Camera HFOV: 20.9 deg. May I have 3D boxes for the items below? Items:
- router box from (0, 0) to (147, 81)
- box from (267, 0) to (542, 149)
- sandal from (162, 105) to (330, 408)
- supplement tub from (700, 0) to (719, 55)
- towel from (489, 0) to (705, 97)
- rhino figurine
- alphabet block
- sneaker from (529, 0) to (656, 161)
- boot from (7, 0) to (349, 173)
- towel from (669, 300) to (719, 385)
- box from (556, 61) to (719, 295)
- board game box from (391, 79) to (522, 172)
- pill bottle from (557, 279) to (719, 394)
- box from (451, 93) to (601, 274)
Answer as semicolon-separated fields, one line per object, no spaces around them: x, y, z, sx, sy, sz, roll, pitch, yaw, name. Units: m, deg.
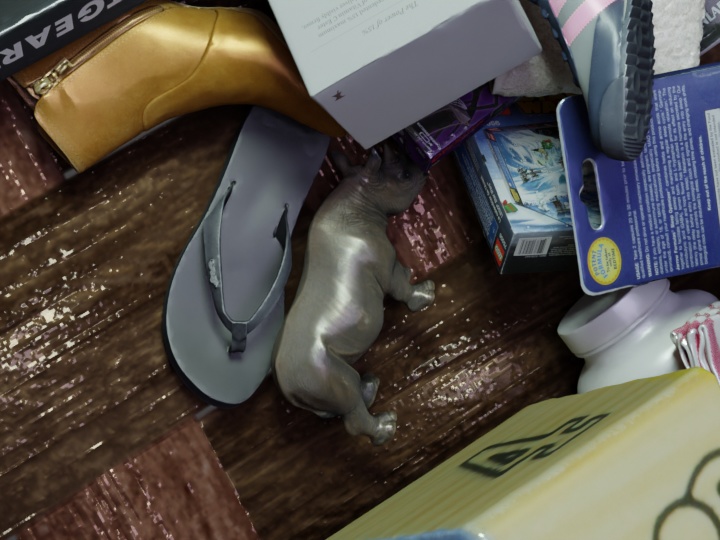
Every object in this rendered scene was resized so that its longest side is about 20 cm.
-0.198;-0.203;1.140;0.199;0.051;0.150;-32;70;-16;router box
0.003;-0.195;1.133;0.124;0.097;0.201;-28;68;10;box
-0.071;-0.016;1.202;0.075;0.043;0.202;16;81;-16;sandal
0.166;-0.231;1.253;0.122;0.122;0.200;-41;99;-16;supplement tub
0.149;-0.202;1.177;0.131;0.034;0.202;3;97;-4;towel
0.000;0.000;1.208;0.087;0.060;0.202;22;77;-32;rhino figurine
0.123;0.194;1.148;0.199;0.196;0.197;-28;96;-32;alphabet block
0.123;-0.158;1.123;0.081;0.070;0.202;-6;80;20;sneaker
-0.118;-0.108;1.181;0.201;0.071;0.144;42;81;2;boot
0.285;0.068;1.219;0.199;0.030;0.147;-25;88;-41;towel
0.211;-0.063;1.174;0.198;0.032;0.122;-12;99;-16;box
0.022;-0.173;1.223;0.120;0.032;0.200;-37;80;-21;board game box
0.216;0.093;1.249;0.112;0.112;0.200;-42;99;-16;pill bottle
0.164;-0.062;1.244;0.198;0.040;0.138;-2;47;-17;box
